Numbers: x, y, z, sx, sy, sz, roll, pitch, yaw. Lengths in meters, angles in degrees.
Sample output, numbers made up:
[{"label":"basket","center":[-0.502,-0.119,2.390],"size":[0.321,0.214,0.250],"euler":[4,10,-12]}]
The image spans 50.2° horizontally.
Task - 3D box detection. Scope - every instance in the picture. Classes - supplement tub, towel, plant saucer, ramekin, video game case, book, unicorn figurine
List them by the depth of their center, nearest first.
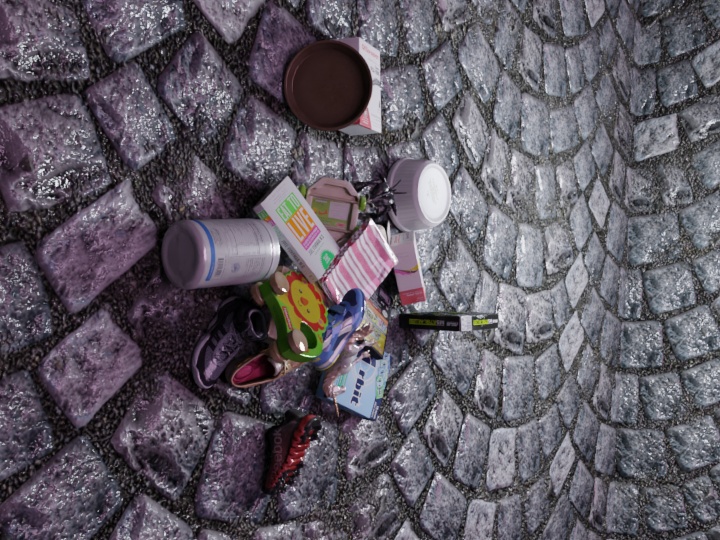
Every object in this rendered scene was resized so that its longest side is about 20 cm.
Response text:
[{"label":"supplement tub","center":[-0.269,-0.034,1.483],"size":[0.199,0.131,0.133],"euler":[-6,94,-51]},{"label":"book","center":[-0.136,-0.085,1.637],"size":[0.200,0.048,0.134],"euler":[53,33,-15]},{"label":"plant saucer","center":[-0.071,-0.409,1.710],"size":[0.029,0.198,0.202],"euler":[176,-86,-90]},{"label":"unicorn figurine","center":[-0.030,0.205,1.740],"size":[0.137,0.074,0.201],"euler":[-32,136,-37]},{"label":"towel","center":[0.000,0.000,1.743],"size":[0.200,0.030,0.147],"euler":[-50,129,-20]},{"label":"video game case","center":[0.007,0.089,1.864],"size":[0.200,0.025,0.182],"euler":[47,41,-38]},{"label":"ramekin","center":[0.159,-0.201,2.032],"size":[0.202,0.094,0.204],"euler":[0,90,-50]}]

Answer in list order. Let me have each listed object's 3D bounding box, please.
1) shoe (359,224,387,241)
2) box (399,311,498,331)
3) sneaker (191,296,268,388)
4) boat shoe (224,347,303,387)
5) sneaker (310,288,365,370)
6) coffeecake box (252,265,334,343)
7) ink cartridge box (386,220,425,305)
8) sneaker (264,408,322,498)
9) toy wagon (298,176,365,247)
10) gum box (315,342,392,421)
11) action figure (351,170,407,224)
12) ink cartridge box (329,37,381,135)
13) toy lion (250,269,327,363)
[{"label":"shoe","center":[0.026,-0.083,1.860],"size":[0.200,0.069,0.054],"euler":[49,47,-74]},{"label":"box","center":[0.238,0.134,2.053],"size":[0.199,0.192,0.048],"euler":[1,87,-51]},{"label":"sneaker","center":[-0.253,0.141,1.515],"size":[0.075,0.113,0.201],"euler":[45,57,-40]},{"label":"boat shoe","center":[-0.177,0.191,1.565],"size":[0.199,0.069,0.074],"euler":[-23,103,-9]},{"label":"sneaker","center":[-0.058,0.114,1.657],"size":[0.082,0.074,0.201],"euler":[42,68,-28]},{"label":"coffeecake box","center":[-0.143,0.094,1.681],"size":[0.200,0.073,0.155],"euler":[28,68,-48]},{"label":"ink cartridge box","center":[0.117,-0.026,1.964],"size":[0.117,0.067,0.201],"euler":[-80,158,-73]},{"label":"sneaker","center":[-0.164,0.388,1.661],"size":[0.071,0.098,0.202],"euler":[16,100,-61]},{"label":"toy wagon","center":[-0.075,-0.107,1.738],"size":[0.154,0.040,0.202],"euler":[9,92,-16]},{"label":"gum box","center":[-0.012,0.255,1.864],"size":[0.200,0.044,0.171],"euler":[34,64,-44]},{"label":"action figure","center":[0.010,-0.165,1.843],"size":[0.199,0.102,0.120],"euler":[-24,100,-26]},{"label":"ink cartridge box","center":[-0.012,-0.429,1.803],"size":[0.147,0.082,0.202],"euler":[-6,95,-69]},{"label":"toy lion","center":[-0.125,0.090,1.546],"size":[0.191,0.068,0.201],"euler":[19,47,-57]}]
